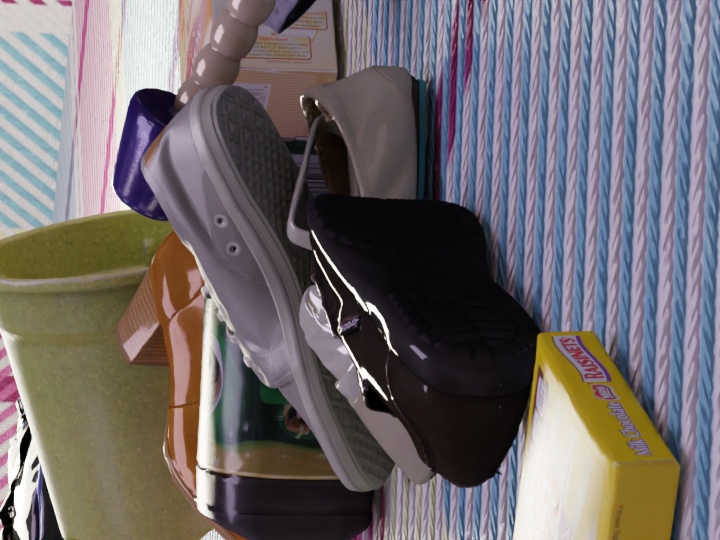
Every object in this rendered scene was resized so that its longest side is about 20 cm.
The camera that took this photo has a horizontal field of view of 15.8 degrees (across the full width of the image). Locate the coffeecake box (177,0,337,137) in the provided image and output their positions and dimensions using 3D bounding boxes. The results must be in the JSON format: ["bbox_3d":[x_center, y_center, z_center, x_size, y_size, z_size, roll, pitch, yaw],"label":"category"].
[{"bbox_3d":[-0.063,-0.150,1.499,0.154,0.072,0.201,105,164,-56],"label":"coffeecake box"}]

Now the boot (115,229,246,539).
[{"bbox_3d":[-0.054,0.050,1.429,0.144,0.071,0.202,-50,60,32],"label":"boot"}]

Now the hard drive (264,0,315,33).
[{"bbox_3d":[-0.066,-0.228,1.256,0.200,0.042,0.135,47,125,17],"label":"hard drive"}]

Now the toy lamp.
[{"bbox_3d":[-0.058,-0.114,1.199,0.201,0.058,0.058,-61,19,18],"label":"toy lamp"}]

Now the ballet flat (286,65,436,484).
[{"bbox_3d":[0.000,0.000,1.141,0.070,0.069,0.201,110,159,-60],"label":"ballet flat"}]

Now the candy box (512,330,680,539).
[{"bbox_3d":[0.069,0.131,0.851,0.102,0.026,0.201,-121,33,-66],"label":"candy box"}]

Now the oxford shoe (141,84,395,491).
[{"bbox_3d":[-0.039,0.011,1.183,0.201,0.057,0.075,63,-151,-14],"label":"oxford shoe"}]

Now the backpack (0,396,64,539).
[{"bbox_3d":[-0.249,0.208,2.264,0.190,0.153,0.202,165,112,-71],"label":"backpack"}]

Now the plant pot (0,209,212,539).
[{"bbox_3d":[-0.135,0.070,1.616,0.200,0.199,0.186,-133,34,-76],"label":"plant pot"}]

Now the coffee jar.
[{"bbox_3d":[-0.034,0.035,1.271,0.104,0.085,0.202,-172,84,-76],"label":"coffee jar"}]

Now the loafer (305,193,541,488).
[{"bbox_3d":[0.017,0.024,1.019,0.200,0.072,0.072,-114,29,-67],"label":"loafer"}]
